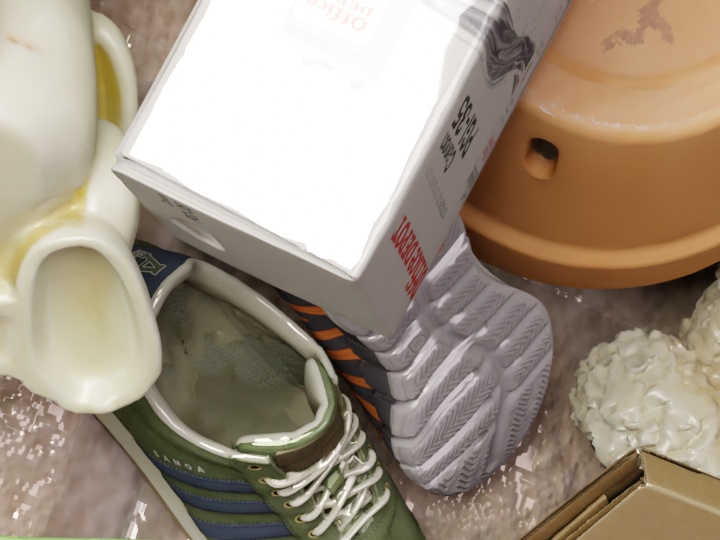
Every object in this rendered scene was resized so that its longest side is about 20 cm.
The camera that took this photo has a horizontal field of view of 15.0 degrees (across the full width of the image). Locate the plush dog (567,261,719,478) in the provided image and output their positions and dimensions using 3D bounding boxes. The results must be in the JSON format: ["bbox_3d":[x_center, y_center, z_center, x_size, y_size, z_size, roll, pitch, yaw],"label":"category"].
[{"bbox_3d":[0.188,0.000,1.088,0.199,0.160,0.173,8,58,-32],"label":"plush dog"}]

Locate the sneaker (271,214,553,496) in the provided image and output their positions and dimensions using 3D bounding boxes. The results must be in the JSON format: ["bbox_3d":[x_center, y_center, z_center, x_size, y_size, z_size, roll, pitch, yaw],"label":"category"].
[{"bbox_3d":[0.000,0.000,1.003,0.078,0.112,0.200,-43,144,-13],"label":"sneaker"}]

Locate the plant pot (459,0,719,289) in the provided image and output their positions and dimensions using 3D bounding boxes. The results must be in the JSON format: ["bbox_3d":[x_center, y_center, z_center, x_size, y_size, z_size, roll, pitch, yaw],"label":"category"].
[{"bbox_3d":[0.092,-0.102,0.976,0.199,0.140,0.201,0,82,-1],"label":"plant pot"}]

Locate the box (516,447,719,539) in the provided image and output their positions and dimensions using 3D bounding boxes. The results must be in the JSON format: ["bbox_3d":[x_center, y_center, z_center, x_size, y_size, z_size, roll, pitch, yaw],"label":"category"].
[{"bbox_3d":[0.131,0.145,1.036,0.199,0.163,0.021,22,43,-28],"label":"box"}]

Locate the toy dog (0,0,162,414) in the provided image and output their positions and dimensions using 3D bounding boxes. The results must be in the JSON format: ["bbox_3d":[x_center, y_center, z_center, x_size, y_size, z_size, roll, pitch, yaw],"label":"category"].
[{"bbox_3d":[-0.139,-0.079,0.871,0.139,0.201,0.195,-5,136,1],"label":"toy dog"}]

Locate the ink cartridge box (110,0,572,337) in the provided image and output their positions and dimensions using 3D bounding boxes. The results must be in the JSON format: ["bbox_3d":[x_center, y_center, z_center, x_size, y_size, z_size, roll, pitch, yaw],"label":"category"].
[{"bbox_3d":[0.016,-0.089,0.830,0.082,0.147,0.201,27,85,8],"label":"ink cartridge box"}]

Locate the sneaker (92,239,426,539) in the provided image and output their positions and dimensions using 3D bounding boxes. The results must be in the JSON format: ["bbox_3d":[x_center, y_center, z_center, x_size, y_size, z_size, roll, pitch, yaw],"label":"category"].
[{"bbox_3d":[-0.032,0.064,0.972,0.200,0.090,0.067,47,67,-21],"label":"sneaker"}]

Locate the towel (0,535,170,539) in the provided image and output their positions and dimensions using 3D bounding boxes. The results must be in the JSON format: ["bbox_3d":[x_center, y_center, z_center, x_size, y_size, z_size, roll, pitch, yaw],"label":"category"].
[{"bbox_3d":[-0.131,0.190,0.931,0.148,0.031,0.201,3,86,-19],"label":"towel"}]
